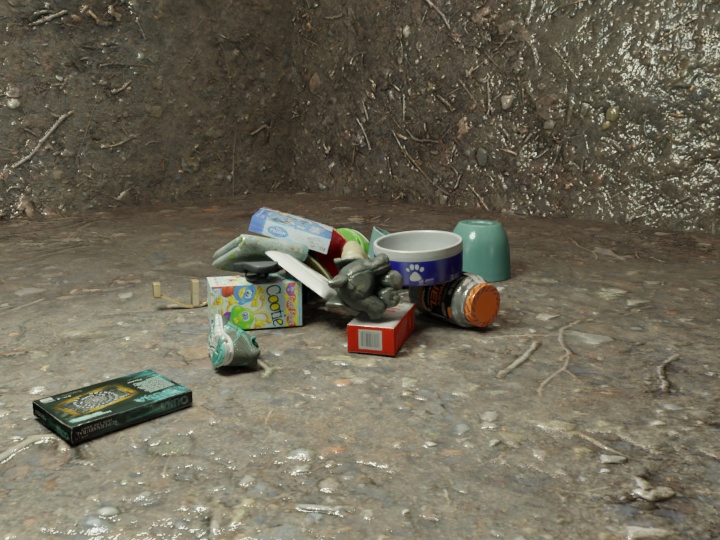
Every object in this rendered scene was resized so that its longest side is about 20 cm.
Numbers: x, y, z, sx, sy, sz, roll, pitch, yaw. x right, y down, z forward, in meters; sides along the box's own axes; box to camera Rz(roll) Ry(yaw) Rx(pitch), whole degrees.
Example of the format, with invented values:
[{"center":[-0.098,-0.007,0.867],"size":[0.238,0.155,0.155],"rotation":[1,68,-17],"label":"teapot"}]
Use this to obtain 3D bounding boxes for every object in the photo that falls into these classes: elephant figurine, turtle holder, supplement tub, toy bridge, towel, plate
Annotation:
[{"center":[-0.010,0.037,1.416],"size":[0.141,0.155,0.200],"rotation":[-44,16,-19],"label":"elephant figurine"},{"center":[-0.014,-0.051,1.996],"size":[0.185,0.141,0.132],"rotation":[1,-6,32],"label":"turtle holder"},{"center":[0.215,0.059,1.553],"size":[0.122,0.123,0.200],"rotation":[-9,15,-36],"label":"supplement tub"},{"center":[-0.404,0.055,1.650],"size":[0.200,0.067,0.027],"rotation":[-4,14,-27],"label":"toy bridge"},{"center":[-0.243,-0.034,1.622],"size":[0.171,0.048,0.200],"rotation":[6,-17,-33],"label":"towel"},{"center":[-0.100,0.026,1.547],"size":[0.199,0.032,0.200],"rotation":[36,1,30],"label":"plate"}]

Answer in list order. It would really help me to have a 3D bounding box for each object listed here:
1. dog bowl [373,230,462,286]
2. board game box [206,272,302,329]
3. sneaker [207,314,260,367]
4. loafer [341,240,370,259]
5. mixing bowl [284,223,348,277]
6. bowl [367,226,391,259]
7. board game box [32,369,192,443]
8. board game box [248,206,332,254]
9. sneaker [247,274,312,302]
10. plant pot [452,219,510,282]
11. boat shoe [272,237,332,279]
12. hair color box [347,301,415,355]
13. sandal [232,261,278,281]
[{"center":[0.130,-0.030,1.519],"size":[0.199,0.079,0.200],"rotation":[-3,16,1],"label":"dog bowl"},{"center":[-0.238,0.069,1.518],"size":[0.199,0.103,0.105],"rotation":[-3,12,-16],"label":"board game box"},{"center":[-0.244,0.143,1.308],"size":[0.091,0.078,0.200],"rotation":[13,12,-20],"label":"sneaker"},{"center":[0.000,0.000,1.543],"size":[0.075,0.068,0.200],"rotation":[-3,-30,6],"label":"loafer"},{"center":[-0.131,-0.022,1.834],"size":[0.200,0.109,0.200],"rotation":[10,46,-11],"label":"mixing bowl"},{"center":[0.098,-0.028,1.881],"size":[0.200,0.105,0.201],"rotation":[29,8,-4],"label":"bowl"},{"center":[-0.385,0.208,1.061],"size":[0.135,0.028,0.200],"rotation":[13,17,42],"label":"board game box"},{"center":[-0.171,-0.106,1.722],"size":[0.199,0.043,0.200],"rotation":[18,11,-5],"label":"board game box"},{"center":[-0.221,0.049,1.688],"size":[0.199,0.070,0.078],"rotation":[3,6,3],"label":"sneaker"},{"center":[0.354,-0.066,2.029],"size":[0.200,0.161,0.201],"rotation":[1,13,0],"label":"plant pot"},{"center":[-0.137,-0.026,1.712],"size":[0.201,0.072,0.066],"rotation":[39,35,16],"label":"boat shoe"},{"center":[0.048,0.117,1.422],"size":[0.101,0.061,0.200],"rotation":[3,13,17],"label":"hair color box"},{"center":[-0.230,0.002,1.500],"size":[0.076,0.043,0.200],"rotation":[-3,1,-21],"label":"sandal"}]
